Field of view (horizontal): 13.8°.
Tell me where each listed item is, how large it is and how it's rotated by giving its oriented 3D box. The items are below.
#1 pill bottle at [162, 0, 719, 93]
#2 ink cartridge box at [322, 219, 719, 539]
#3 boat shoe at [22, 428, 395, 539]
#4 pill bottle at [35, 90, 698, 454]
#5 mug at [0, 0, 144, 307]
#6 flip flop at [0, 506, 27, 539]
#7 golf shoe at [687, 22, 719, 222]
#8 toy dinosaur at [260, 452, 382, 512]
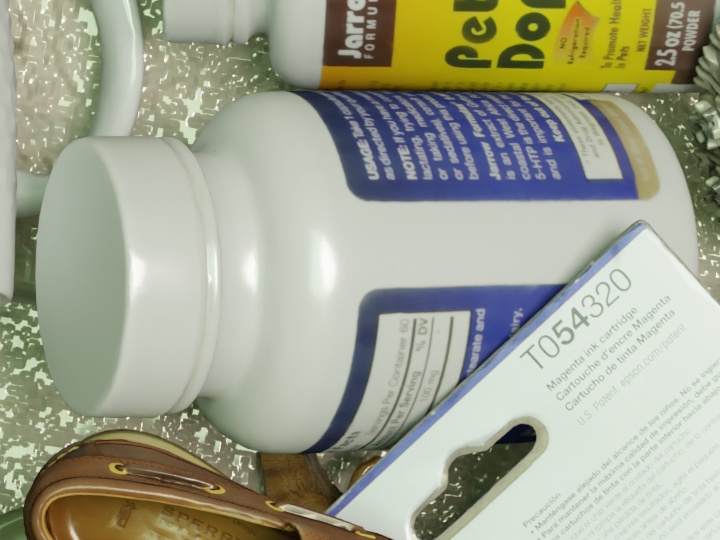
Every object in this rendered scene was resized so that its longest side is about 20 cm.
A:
[{"bbox_3d":[0.031,-0.117,1.025,0.199,0.109,0.110,0,89,-4],"label":"pill bottle"},{"bbox_3d":[0.088,0.122,0.954,0.196,0.043,0.200,-42,83,4],"label":"ink cartridge box"},{"bbox_3d":[-0.015,0.110,0.912,0.199,0.068,0.072,24,92,7],"label":"boat shoe"},{"bbox_3d":[0.000,0.000,0.986,0.199,0.120,0.120,-1,89,-25],"label":"pill bottle"},{"bbox_3d":[-0.166,-0.076,1.004,0.199,0.147,0.176,4,82,-28],"label":"mug"},{"bbox_3d":[-0.060,0.153,0.959,0.081,0.058,0.200,-35,73,-19],"label":"flip flop"},{"bbox_3d":[0.174,-0.026,1.023,0.097,0.078,0.201,-31,133,-15],"label":"golf shoe"},{"bbox_3d":[-0.016,0.130,1.039,0.106,0.060,0.201,8,64,-2],"label":"toy dinosaur"}]
